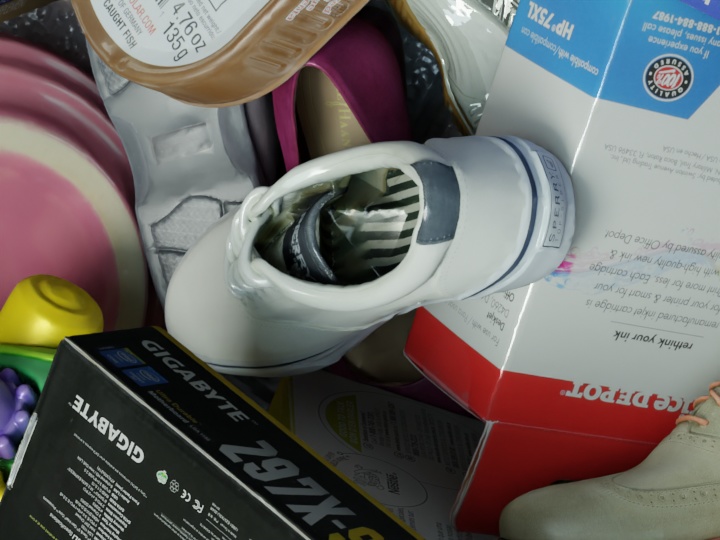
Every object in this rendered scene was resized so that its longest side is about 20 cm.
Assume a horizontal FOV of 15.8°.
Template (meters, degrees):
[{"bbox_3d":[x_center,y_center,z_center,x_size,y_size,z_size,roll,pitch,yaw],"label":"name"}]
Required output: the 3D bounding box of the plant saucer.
[{"bbox_3d":[-0.162,0.007,1.010,0.200,0.051,0.201,-8,110,-22],"label":"plant saucer"}]

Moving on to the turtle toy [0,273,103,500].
[{"bbox_3d":[-0.139,0.080,0.940,0.200,0.101,0.146,33,111,9],"label":"turtle toy"}]

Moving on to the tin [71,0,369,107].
[{"bbox_3d":[-0.026,-0.144,0.925,0.200,0.042,0.112,-43,67,21],"label":"tin"}]

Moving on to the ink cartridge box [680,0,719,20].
[{"bbox_3d":[0.148,-0.175,0.872,0.094,0.200,0.044,28,155,7],"label":"ink cartridge box"}]

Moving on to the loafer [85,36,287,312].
[{"bbox_3d":[-0.062,-0.071,1.018,0.072,0.063,0.201,-7,94,15],"label":"loafer"}]

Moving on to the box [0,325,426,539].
[{"bbox_3d":[-0.042,0.135,0.810,0.200,0.049,0.160,36,116,32],"label":"box"}]

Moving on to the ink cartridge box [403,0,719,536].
[{"bbox_3d":[0.093,-0.005,0.924,0.116,0.067,0.200,10,106,-32],"label":"ink cartridge box"}]

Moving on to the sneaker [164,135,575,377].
[{"bbox_3d":[-0.016,-0.010,0.905,0.200,0.071,0.073,-22,66,47],"label":"sneaker"}]

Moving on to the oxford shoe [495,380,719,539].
[{"bbox_3d":[0.132,0.058,0.904,0.200,0.071,0.074,-14,97,-23],"label":"oxford shoe"}]

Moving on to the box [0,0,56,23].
[{"bbox_3d":[-0.105,-0.183,0.964,0.032,0.121,0.200,29,110,7],"label":"box"}]

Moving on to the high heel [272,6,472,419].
[{"bbox_3d":[0.000,0.000,0.998,0.067,0.096,0.201,-9,102,16],"label":"high heel"}]

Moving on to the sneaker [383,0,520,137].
[{"bbox_3d":[0.052,-0.116,0.977,0.088,0.076,0.200,-31,93,-2],"label":"sneaker"}]

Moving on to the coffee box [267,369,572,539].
[{"bbox_3d":[0.031,0.182,0.959,0.197,0.200,0.200,18,109,-9],"label":"coffee box"}]
